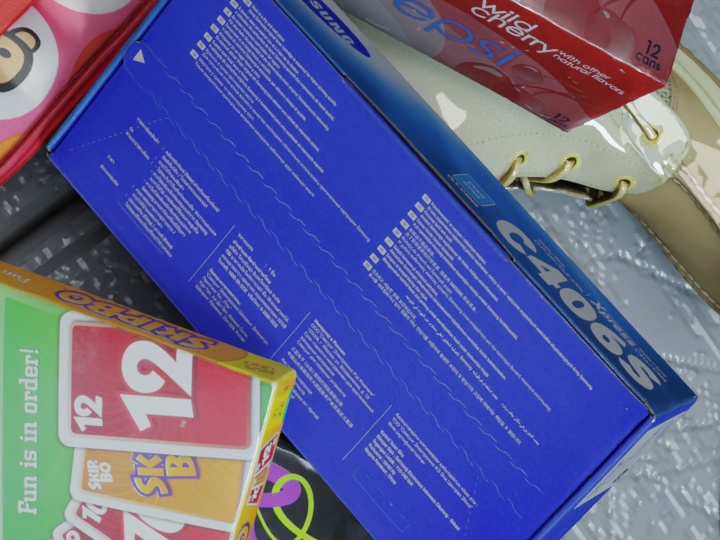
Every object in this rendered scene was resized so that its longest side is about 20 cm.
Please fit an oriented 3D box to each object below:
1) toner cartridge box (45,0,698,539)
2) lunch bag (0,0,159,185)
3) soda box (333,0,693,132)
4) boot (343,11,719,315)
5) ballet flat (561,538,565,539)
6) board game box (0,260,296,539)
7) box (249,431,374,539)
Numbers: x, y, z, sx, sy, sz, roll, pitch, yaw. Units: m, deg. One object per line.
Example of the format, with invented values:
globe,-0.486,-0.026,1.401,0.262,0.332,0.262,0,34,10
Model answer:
toner cartridge box,0.000,0.000,0.721,0.200,0.043,0.095,49,112,15
lunch bag,-0.126,-0.116,0.782,0.176,0.082,0.200,45,69,-14
soda box,0.012,-0.122,0.760,0.199,0.070,0.064,26,70,-18
boot,0.053,-0.034,0.840,0.154,0.072,0.201,-37,91,-22
ballet flat,0.006,0.081,0.808,0.199,0.069,0.070,28,73,-15
board game box,-0.125,0.043,0.721,0.198,0.030,0.096,20,103,14
box,-0.019,0.128,0.772,0.199,0.036,0.144,28,105,-16
